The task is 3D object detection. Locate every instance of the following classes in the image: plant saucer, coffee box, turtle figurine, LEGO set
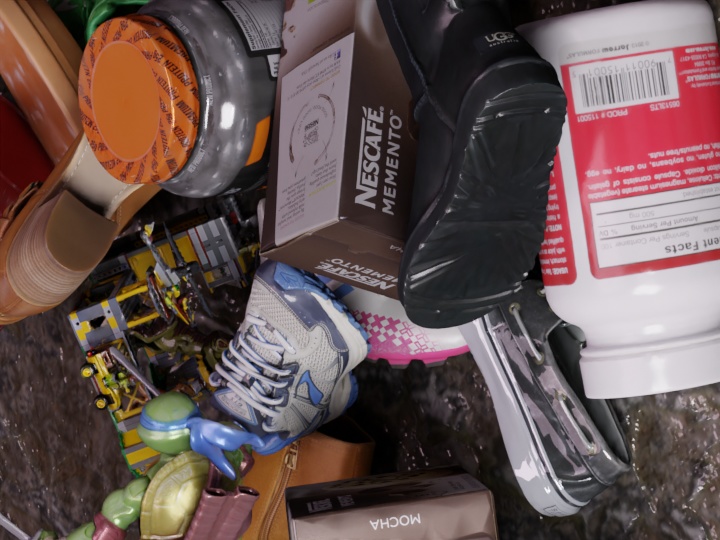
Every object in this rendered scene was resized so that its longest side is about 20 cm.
[{"bbox_3d":[-0.203,-0.118,1.830,0.201,0.037,0.200,56,168,17],"label":"plant saucer"},{"bbox_3d":[0.017,-0.096,1.516,0.080,0.112,0.202,-21,57,51],"label":"coffee box"},{"bbox_3d":[-0.122,0.153,1.575,0.199,0.144,0.195,-3,110,25],"label":"turtle figurine"},{"bbox_3d":[-0.103,0.036,1.721,0.115,0.200,0.155,-21,95,10],"label":"LEGO set"},{"bbox_3d":[0.017,0.164,1.544,0.200,0.112,0.081,-177,79,-88],"label":"coffee box"}]

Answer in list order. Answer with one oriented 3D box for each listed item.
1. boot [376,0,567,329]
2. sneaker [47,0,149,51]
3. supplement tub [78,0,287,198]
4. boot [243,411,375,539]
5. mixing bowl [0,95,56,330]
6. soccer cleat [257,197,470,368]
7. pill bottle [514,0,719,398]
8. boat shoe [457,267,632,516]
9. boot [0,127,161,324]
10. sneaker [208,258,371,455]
[{"bbox_3d":[0.045,-0.091,1.415,0.199,0.073,0.163,105,152,-44],"label":"boot"},{"bbox_3d":[-0.155,-0.168,1.787,0.199,0.083,0.075,13,108,49],"label":"sneaker"},{"bbox_3d":[-0.060,-0.109,1.591,0.122,0.199,0.124,15,109,49],"label":"supplement tub"},{"bbox_3d":[-0.063,0.141,1.764,0.200,0.070,0.145,19,106,44],"label":"boot"},{"bbox_3d":[-0.283,-0.059,1.908,0.108,0.200,0.201,-34,69,20],"label":"mixing bowl"},{"bbox_3d":[0.000,0.000,1.637,0.199,0.070,0.087,17,127,49],"label":"soccer cleat"},{"bbox_3d":[0.146,-0.038,1.427,0.112,0.112,0.202,-7,92,51],"label":"pill bottle"},{"bbox_3d":[0.105,0.038,1.539,0.071,0.072,0.201,-29,73,26],"label":"boat shoe"},{"bbox_3d":[-0.178,-0.051,1.702,0.074,0.200,0.155,44,147,-11],"label":"boot"},{"bbox_3d":[-0.047,0.059,1.604,0.077,0.085,0.200,43,162,21],"label":"sneaker"}]
